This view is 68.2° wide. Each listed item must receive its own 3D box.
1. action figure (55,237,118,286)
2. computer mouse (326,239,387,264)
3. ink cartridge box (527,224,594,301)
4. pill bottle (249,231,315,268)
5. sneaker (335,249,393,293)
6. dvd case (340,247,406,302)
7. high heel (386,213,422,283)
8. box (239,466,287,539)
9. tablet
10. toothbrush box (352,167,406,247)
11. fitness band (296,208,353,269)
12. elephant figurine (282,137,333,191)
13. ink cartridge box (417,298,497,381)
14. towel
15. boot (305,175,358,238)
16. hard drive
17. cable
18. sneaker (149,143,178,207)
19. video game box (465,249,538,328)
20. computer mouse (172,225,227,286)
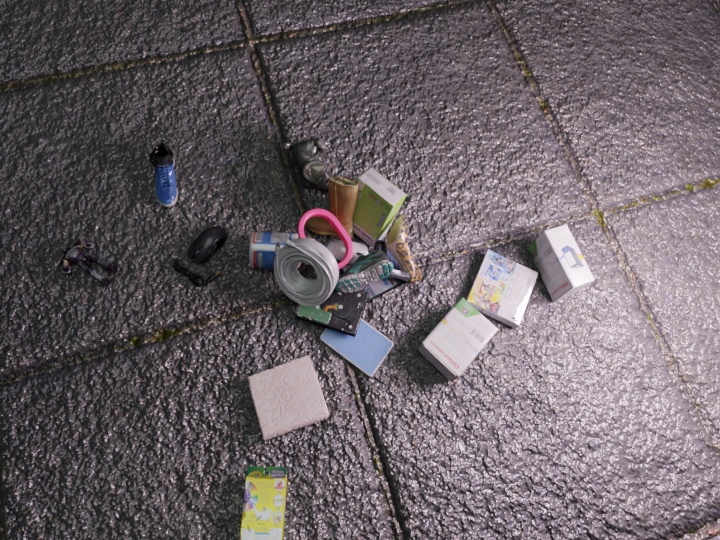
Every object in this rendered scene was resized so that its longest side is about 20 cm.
[{"bbox_3d":[-0.838,-0.033,1.616,0.198,0.069,0.131,26,74,8],"label":"action figure"},{"bbox_3d":[-0.015,-0.051,1.679,0.197,0.044,0.111,7,88,6],"label":"computer mouse"},{"bbox_3d":[0.638,-0.021,1.706,0.087,0.146,0.202,-14,70,-12],"label":"ink cartridge box"},{"bbox_3d":[-0.241,-0.061,1.658,0.197,0.112,0.114,3,69,-4],"label":"pill bottle"},{"bbox_3d":[0.000,0.000,1.623,0.198,0.078,0.092,-21,50,2],"label":"sneaker"},{"bbox_3d":[0.051,0.010,1.708,0.199,0.018,0.144,-26,74,-15],"label":"dvd case"},{"bbox_3d":[0.152,-0.066,1.675,0.141,0.071,0.202,15,87,-27],"label":"high heel"},{"bbox_3d":[-0.258,0.634,1.429,0.116,0.048,0.202,4,71,-3],"label":"box"},{"bbox_3d":[-0.011,0.216,1.627,0.199,0.014,0.131,36,70,7],"label":"tablet"},{"bbox_3d":[0.036,-0.197,1.680,0.145,0.201,0.086,39,48,11],"label":"toothbrush box"},{"bbox_3d":[-0.109,-0.093,1.622,0.143,0.037,0.201,-37,93,-22],"label":"fitness band"},{"bbox_3d":[-0.149,-0.327,1.767,0.153,0.141,0.203,-9,85,22],"label":"elephant figurine"},{"bbox_3d":[0.292,0.210,1.610,0.145,0.088,0.200,42,69,11],"label":"ink cartridge box"},{"bbox_3d":[-0.212,0.367,1.542,0.198,0.032,0.193,-17,71,-12],"label":"towel"},{"bbox_3d":[-0.091,-0.206,1.670,0.173,0.201,0.066,13,42,11],"label":"boot"},{"bbox_3d":[-0.088,0.109,1.635,0.198,0.038,0.141,16,68,8],"label":"hard drive"},{"bbox_3d":[-0.162,0.004,1.566,0.198,0.202,0.069,22,31,8],"label":"cable"},{"bbox_3d":[-0.636,-0.314,1.716,0.076,0.111,0.202,-4,70,-7],"label":"sneaker"},{"bbox_3d":[0.454,0.058,1.713,0.181,0.047,0.201,27,69,3],"label":"video game box"},{"bbox_3d":[-0.480,-0.049,1.665,0.140,0.046,0.200,40,71,11],"label":"computer mouse"}]
